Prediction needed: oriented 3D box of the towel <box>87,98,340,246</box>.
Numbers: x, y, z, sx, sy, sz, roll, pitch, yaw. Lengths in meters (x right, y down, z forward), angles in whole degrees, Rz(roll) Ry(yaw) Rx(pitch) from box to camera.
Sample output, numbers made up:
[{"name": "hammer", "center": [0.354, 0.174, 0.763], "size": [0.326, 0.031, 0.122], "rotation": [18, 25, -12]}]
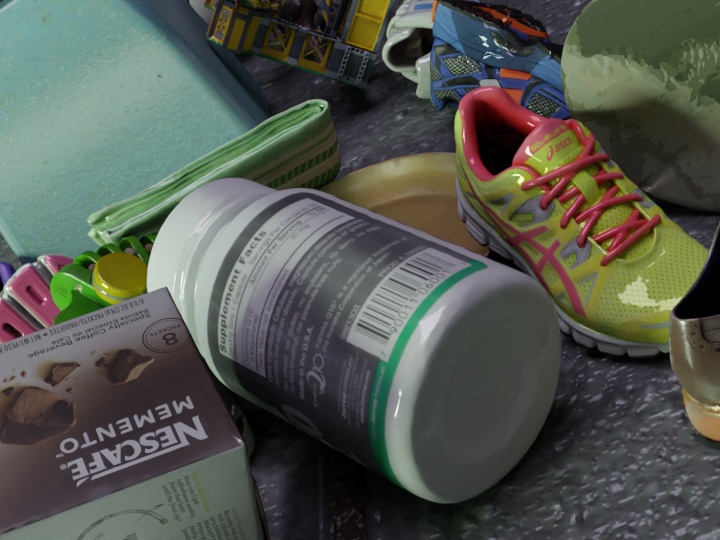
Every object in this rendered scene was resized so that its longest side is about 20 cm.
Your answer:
[{"name": "towel", "center": [-0.081, -0.044, 0.916], "size": [0.152, 0.023, 0.200], "rotation": [-29, -8, -2]}]

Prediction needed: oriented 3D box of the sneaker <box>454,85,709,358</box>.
[{"name": "sneaker", "center": [0.108, -0.030, 0.753], "size": [0.078, 0.091, 0.200], "rotation": [-36, 45, -18]}]

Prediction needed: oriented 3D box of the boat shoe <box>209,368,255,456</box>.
[{"name": "boat shoe", "center": [-0.122, 0.057, 0.867], "size": [0.072, 0.061, 0.201], "rotation": [-37, 30, -12]}]

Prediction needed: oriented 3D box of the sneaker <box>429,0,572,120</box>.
[{"name": "sneaker", "center": [0.113, -0.104, 0.913], "size": [0.075, 0.079, 0.200], "rotation": [-3, 28, -36]}]

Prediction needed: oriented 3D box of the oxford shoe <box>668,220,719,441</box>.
[{"name": "oxford shoe", "center": [0.209, -0.013, 0.675], "size": [0.071, 0.073, 0.200], "rotation": [9, 46, 48]}]

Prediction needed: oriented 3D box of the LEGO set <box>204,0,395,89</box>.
[{"name": "LEGO set", "center": [-0.042, -0.223, 1.116], "size": [0.153, 0.116, 0.200], "rotation": [19, 17, -5]}]

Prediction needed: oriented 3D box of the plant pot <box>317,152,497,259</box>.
[{"name": "plant pot", "center": [0.000, 0.000, 0.885], "size": [0.199, 0.028, 0.200], "rotation": [-21, 31, 14]}]

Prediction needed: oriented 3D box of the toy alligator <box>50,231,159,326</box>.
[{"name": "toy alligator", "center": [-0.104, -0.002, 0.827], "size": [0.199, 0.059, 0.054], "rotation": [-24, 58, -38]}]

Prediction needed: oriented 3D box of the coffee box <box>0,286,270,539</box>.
[{"name": "coffee box", "center": [-0.151, 0.098, 0.633], "size": [0.199, 0.080, 0.113], "rotation": [-19, 41, -13]}]

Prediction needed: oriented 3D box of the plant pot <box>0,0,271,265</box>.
[{"name": "plant pot", "center": [-0.194, -0.127, 1.055], "size": [0.196, 0.200, 0.196], "rotation": [-33, 28, 5]}]

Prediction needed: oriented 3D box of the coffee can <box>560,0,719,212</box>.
[{"name": "coffee can", "center": [0.214, -0.150, 0.810], "size": [0.146, 0.147, 0.200], "rotation": [-2, 39, 39]}]

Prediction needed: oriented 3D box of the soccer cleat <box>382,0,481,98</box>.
[{"name": "soccer cleat", "center": [0.049, -0.179, 1.064], "size": [0.086, 0.070, 0.200], "rotation": [-13, 30, -8]}]

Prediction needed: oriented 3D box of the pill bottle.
[{"name": "pill bottle", "center": [-0.009, 0.025, 0.733], "size": [0.200, 0.113, 0.113], "rotation": [24, 58, 42]}]

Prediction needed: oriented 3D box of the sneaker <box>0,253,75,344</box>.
[{"name": "sneaker", "center": [-0.217, 0.079, 0.882], "size": [0.201, 0.074, 0.087], "rotation": [-60, 8, -1]}]

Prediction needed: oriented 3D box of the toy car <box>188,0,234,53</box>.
[{"name": "toy car", "center": [-0.187, -0.258, 1.321], "size": [0.174, 0.150, 0.200], "rotation": [-19, 31, 17]}]

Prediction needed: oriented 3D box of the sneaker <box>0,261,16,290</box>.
[{"name": "sneaker", "center": [-0.272, 0.073, 0.952], "size": [0.080, 0.084, 0.200], "rotation": [-8, 37, 33]}]
